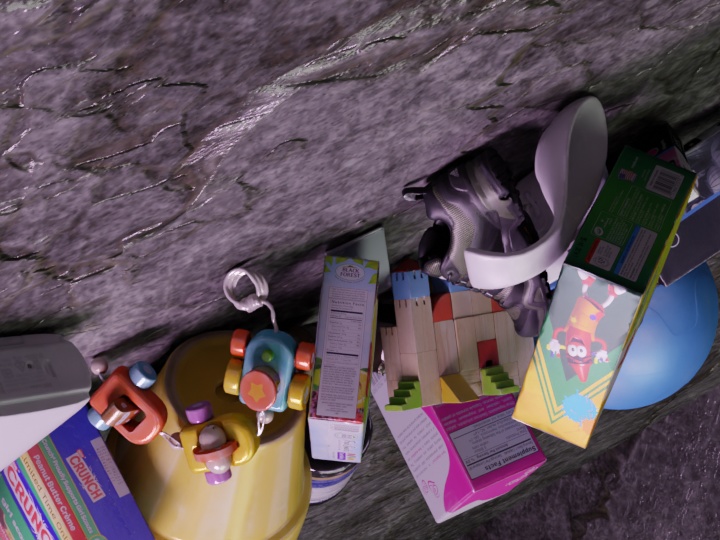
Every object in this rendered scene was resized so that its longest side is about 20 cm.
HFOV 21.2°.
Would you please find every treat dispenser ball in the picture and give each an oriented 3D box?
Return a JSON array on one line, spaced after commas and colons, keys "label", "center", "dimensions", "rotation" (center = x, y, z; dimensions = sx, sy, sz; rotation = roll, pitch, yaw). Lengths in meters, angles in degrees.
[{"label": "treat dispenser ball", "center": [0.259, 0.038, 1.930], "dimensions": [0.199, 0.202, 0.201], "rotation": [-25, 165, -7]}]

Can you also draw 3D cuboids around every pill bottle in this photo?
[{"label": "pill bottle", "center": [-0.055, 0.193, 2.095], "dimensions": [0.111, 0.113, 0.200], "rotation": [-22, 165, -17]}]

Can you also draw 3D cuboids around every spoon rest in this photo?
[{"label": "spoon rest", "center": [0.157, -0.059, 1.552], "dimensions": [0.200, 0.060, 0.100], "rotation": [-52, 143, -33]}]

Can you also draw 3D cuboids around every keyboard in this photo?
[{"label": "keyboard", "center": [0.000, 0.000, 1.739], "dimensions": [0.056, 0.011, 0.200], "rotation": [-31, 166, -5]}]

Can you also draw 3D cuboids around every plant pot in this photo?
[{"label": "plant pot", "center": [-0.132, 0.160, 1.734], "dimensions": [0.199, 0.201, 0.190], "rotation": [-18, 147, -30]}]

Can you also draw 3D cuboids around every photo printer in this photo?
[{"label": "photo printer", "center": [-0.326, 0.126, 1.482], "dimensions": [0.200, 0.070, 0.166], "rotation": [-36, 163, 32]}]

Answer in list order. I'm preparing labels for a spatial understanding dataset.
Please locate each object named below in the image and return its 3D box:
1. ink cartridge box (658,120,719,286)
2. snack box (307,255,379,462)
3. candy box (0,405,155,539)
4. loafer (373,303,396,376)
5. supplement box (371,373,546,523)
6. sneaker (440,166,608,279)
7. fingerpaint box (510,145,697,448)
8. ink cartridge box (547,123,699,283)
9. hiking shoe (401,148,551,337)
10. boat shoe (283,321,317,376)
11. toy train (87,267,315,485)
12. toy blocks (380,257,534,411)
[{"label": "ink cartridge box", "center": [0.340, -0.081, 1.814], "dimensions": [0.199, 0.100, 0.039], "rotation": [-35, -171, -1]}, {"label": "snack box", "center": [-0.015, 0.081, 1.693], "dimensions": [0.052, 0.144, 0.200], "rotation": [7, 165, 1]}, {"label": "candy box", "center": [-0.267, 0.221, 1.710], "dimensions": [0.077, 0.170, 0.200], "rotation": [-21, 164, -31]}, {"label": "loafer", "center": [0.080, 0.081, 1.926], "dimensions": [0.199, 0.073, 0.072], "rotation": [11, 107, -32]}, {"label": "supplement box", "center": [0.091, 0.143, 1.999], "dimensions": [0.103, 0.201, 0.101], "rotation": [-18, 164, -29]}, {"label": "sneaker", "center": [0.137, -0.040, 1.708], "dimensions": [0.070, 0.073, 0.200], "rotation": [-8, 155, -46]}, {"label": "fingerpaint box", "center": [0.203, 0.019, 1.607], "dimensions": [0.200, 0.073, 0.168], "rotation": [-56, 164, -51]}, {"label": "ink cartridge box", "center": [0.212, -0.052, 1.767], "dimensions": [0.199, 0.037, 0.095], "rotation": [-33, -152, 18]}, {"label": "hiking shoe", "center": [0.101, -0.016, 1.640], "dimensions": [0.100, 0.076, 0.201], "rotation": [-16, 129, 10]}, {"label": "boat shoe", "center": [-0.083, 0.112, 1.872], "dimensions": [0.076, 0.072, 0.200], "rotation": [-35, 175, -39]}, {"label": "toy train", "center": [-0.133, 0.098, 1.580], "dimensions": [0.200, 0.150, 0.056], "rotation": [-40, -175, 21]}, {"label": "toy blocks", "center": [0.092, 0.051, 1.833], "dimensions": [0.199, 0.138, 0.100], "rotation": [-7, -179, -39]}]
